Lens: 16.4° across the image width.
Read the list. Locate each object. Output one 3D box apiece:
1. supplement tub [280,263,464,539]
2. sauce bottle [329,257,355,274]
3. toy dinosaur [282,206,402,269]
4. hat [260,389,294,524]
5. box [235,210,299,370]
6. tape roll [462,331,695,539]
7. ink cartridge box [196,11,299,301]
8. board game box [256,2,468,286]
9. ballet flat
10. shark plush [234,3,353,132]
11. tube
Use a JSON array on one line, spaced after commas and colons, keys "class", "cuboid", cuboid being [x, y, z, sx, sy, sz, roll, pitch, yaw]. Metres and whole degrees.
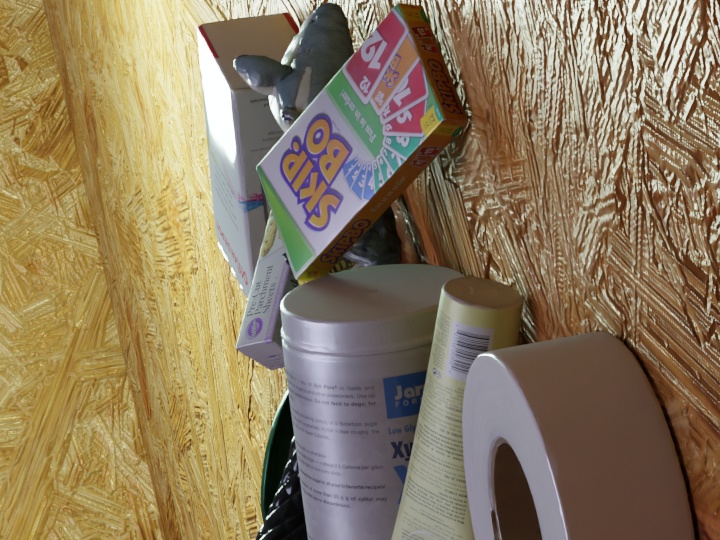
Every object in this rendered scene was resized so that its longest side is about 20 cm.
[{"class": "supplement tub", "cuboid": [0.021, 0.109, 1.656, 0.132, 0.132, 0.200, -134, 34, -70]}, {"class": "sauce bottle", "cuboid": [0.008, 0.036, 1.829, 0.200, 0.066, 0.066, -118, 21, -52]}, {"class": "toy dinosaur", "cuboid": [0.000, 0.000, 1.778, 0.047, 0.088, 0.200, 44, -161, -45]}, {"class": "hat", "cuboid": [0.033, 0.161, 1.922, 0.200, 0.176, 0.166, -42, -46, -56]}, {"class": "box", "cuboid": [-0.044, -0.025, 1.848, 0.041, 0.039, 0.200, -13, 53, 43]}, {"class": "tape roll", "cuboid": [0.117, 0.136, 1.365, 0.202, 0.071, 0.203, 169, 90, -79]}, {"class": "ink cartridge box", "cuboid": [-0.074, -0.092, 2.054, 0.148, 0.085, 0.200, -121, 22, -58]}, {"class": "board game box", "cuboid": [-0.006, -0.077, 1.653, 0.200, 0.030, 0.096, -49, 51, 42]}, {"class": "ballet flat", "cuboid": [-0.039, 0.173, 1.744, 0.057, 0.066, 0.200, 10, 74, 60]}, {"class": "shark plush", "cuboid": [-0.021, -0.123, 1.759, 0.091, 0.083, 0.200, 47, -173, -24]}, {"class": "tube", "cuboid": [0.060, 0.104, 1.554, 0.058, 0.052, 0.200, -112, 28, -67]}]
